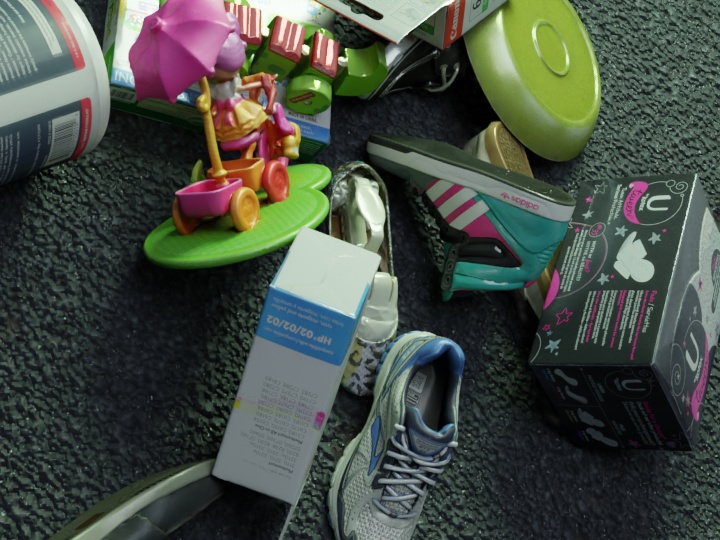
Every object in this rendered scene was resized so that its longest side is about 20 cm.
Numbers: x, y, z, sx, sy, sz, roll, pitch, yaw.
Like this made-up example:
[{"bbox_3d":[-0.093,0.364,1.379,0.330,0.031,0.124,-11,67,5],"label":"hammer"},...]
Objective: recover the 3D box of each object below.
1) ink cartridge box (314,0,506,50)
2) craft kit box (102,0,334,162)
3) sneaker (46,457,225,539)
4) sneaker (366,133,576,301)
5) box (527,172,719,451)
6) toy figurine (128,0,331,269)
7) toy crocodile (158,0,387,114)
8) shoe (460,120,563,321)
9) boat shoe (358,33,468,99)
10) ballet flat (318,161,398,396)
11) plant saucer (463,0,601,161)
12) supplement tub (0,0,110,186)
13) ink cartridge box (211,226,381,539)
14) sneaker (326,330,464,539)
[{"bbox_3d":[0.051,-0.246,1.373,0.108,0.051,0.200,31,52,24],"label":"ink cartridge box"},{"bbox_3d":[-0.118,-0.209,1.348,0.198,0.048,0.200,15,64,-23],"label":"craft kit box"},{"bbox_3d":[-0.161,0.217,1.121,0.199,0.075,0.107,-31,97,-36],"label":"sneaker"},{"bbox_3d":[0.080,-0.037,1.356,0.199,0.122,0.083,24,17,28],"label":"sneaker"},{"bbox_3d":[0.239,0.036,1.359,0.133,0.114,0.201,55,45,-42],"label":"box"},{"bbox_3d":[-0.104,-0.126,1.217,0.200,0.149,0.186,-44,126,-54],"label":"toy figurine"},{"bbox_3d":[-0.072,-0.184,1.299,0.198,0.062,0.068,16,61,-21],"label":"toy crocodile"},{"bbox_3d":[0.141,-0.032,1.409,0.070,0.053,0.202,-2,71,-60],"label":"shoe"},{"bbox_3d":[0.069,-0.199,1.428,0.064,0.071,0.200,49,52,0],"label":"boat shoe"},{"bbox_3d":[0.000,0.000,1.301,0.071,0.072,0.203,6,66,-26],"label":"ballet flat"},{"bbox_3d":[0.167,-0.201,1.467,0.199,0.031,0.202,27,52,-40],"label":"plant saucer"},{"bbox_3d":[-0.296,-0.124,1.150,0.199,0.140,0.141,-24,81,-35],"label":"supplement tub"},{"bbox_3d":[-0.052,0.086,1.157,0.067,0.202,0.115,19,24,2],"label":"ink cartridge box"},{"bbox_3d":[0.032,0.139,1.231,0.076,0.085,0.202,19,75,-20],"label":"sneaker"}]
